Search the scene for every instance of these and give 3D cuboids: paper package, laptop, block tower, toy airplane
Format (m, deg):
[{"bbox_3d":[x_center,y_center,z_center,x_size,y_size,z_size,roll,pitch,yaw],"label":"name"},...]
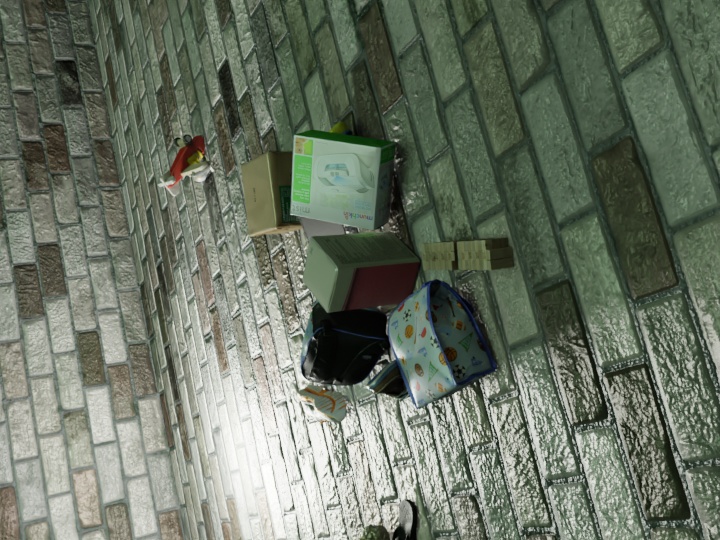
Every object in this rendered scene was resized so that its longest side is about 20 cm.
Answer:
[{"bbox_3d":[-0.224,-0.199,2.121,0.190,0.103,0.201,-9,87,60],"label":"paper package"},{"bbox_3d":[-0.091,-0.126,1.927,0.200,0.103,0.178,-99,-7,-56],"label":"laptop"},{"bbox_3d":[0.191,-0.029,1.487,0.200,0.058,0.054,0,96,58],"label":"block tower"},{"bbox_3d":[-0.564,-0.325,2.645,0.199,0.141,0.200,-43,37,17],"label":"toy airplane"}]

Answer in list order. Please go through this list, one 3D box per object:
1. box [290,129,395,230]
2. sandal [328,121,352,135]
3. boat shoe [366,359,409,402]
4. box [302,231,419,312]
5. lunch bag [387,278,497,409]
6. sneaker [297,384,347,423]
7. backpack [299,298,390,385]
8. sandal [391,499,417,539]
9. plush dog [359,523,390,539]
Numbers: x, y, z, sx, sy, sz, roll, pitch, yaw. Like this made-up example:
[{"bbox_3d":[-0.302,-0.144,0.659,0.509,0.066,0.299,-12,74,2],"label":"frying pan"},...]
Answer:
[{"bbox_3d":[-0.038,-0.193,1.720,0.199,0.097,0.177,13,110,20],"label":"box"},{"bbox_3d":[-0.043,-0.230,1.834,0.087,0.079,0.200,35,138,20],"label":"sandal"},{"bbox_3d":[0.080,0.219,1.620,0.072,0.200,0.072,-44,77,22],"label":"boat shoe"},{"bbox_3d":[0.000,0.000,1.675,0.128,0.199,0.109,49,134,45],"label":"box"},{"bbox_3d":[0.143,0.133,1.537,0.170,0.124,0.201,-45,66,53],"label":"lunch bag"},{"bbox_3d":[-0.087,0.345,2.032,0.200,0.078,0.078,17,123,61],"label":"sneaker"},{"bbox_3d":[-0.041,0.156,1.808,0.147,0.182,0.200,-93,19,-45],"label":"backpack"},{"bbox_3d":[0.091,0.601,1.791,0.075,0.045,0.201,18,111,58],"label":"sandal"},{"bbox_3d":[-0.007,0.695,1.837,0.161,0.171,0.201,-125,39,-52],"label":"plush dog"}]
